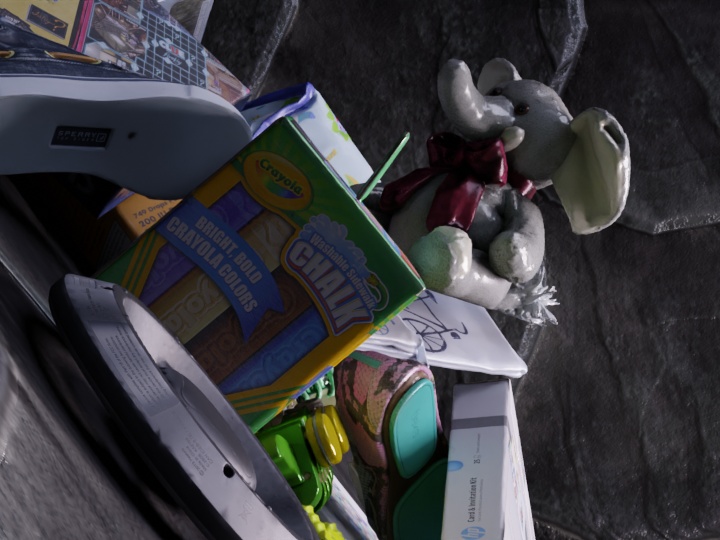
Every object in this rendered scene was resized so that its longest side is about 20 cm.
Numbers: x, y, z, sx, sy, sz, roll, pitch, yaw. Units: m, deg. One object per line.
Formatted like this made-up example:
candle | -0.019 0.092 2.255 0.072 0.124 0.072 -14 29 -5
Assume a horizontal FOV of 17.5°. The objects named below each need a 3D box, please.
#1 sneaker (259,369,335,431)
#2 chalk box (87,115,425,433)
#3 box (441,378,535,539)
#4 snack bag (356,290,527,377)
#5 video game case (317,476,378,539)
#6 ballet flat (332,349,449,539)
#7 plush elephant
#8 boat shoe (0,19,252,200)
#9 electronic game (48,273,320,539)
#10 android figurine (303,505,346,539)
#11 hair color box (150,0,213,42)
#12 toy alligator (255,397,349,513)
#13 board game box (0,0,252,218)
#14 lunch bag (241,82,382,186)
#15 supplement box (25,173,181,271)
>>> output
sneaker | -0.041 0.076 1.552 0.077 0.089 0.200 51 3 13
chalk box | -0.042 -0.003 1.298 0.124 0.200 0.124 51 2 0
box | 0.083 0.182 1.429 0.200 0.041 0.157 -83 164 -64
snack bag | 0.000 0.000 1.497 0.199 0.021 0.189 11 29 -32
video game case | 0.015 0.202 1.505 0.182 0.024 0.200 52 2 7
ballet flat | 0.019 0.116 1.452 0.071 0.069 0.201 32 -29 33
plush elephant | 0.075 -0.060 1.453 0.199 0.156 0.164 18 1 -42
boat shoe | -0.157 -0.097 1.316 0.200 0.071 0.091 6 32 -40
electronic game | -0.082 0.083 1.116 0.200 0.042 0.200 53 1 -2
android figurine | 0.023 0.212 1.262 0.200 0.041 0.182 54 3 26
hair color box | -0.191 -0.193 1.536 0.200 0.099 0.060 40 38 26
toy alligator | -0.034 0.113 1.383 0.200 0.059 0.055 -32 102 -84
board game box | -0.180 -0.137 1.407 0.200 0.135 0.035 44 -44 8
lunch bag | -0.070 -0.025 1.666 0.170 0.127 0.200 55 -27 -15
supplement box | -0.149 -0.052 1.431 0.200 0.066 0.069 51 -36 19
